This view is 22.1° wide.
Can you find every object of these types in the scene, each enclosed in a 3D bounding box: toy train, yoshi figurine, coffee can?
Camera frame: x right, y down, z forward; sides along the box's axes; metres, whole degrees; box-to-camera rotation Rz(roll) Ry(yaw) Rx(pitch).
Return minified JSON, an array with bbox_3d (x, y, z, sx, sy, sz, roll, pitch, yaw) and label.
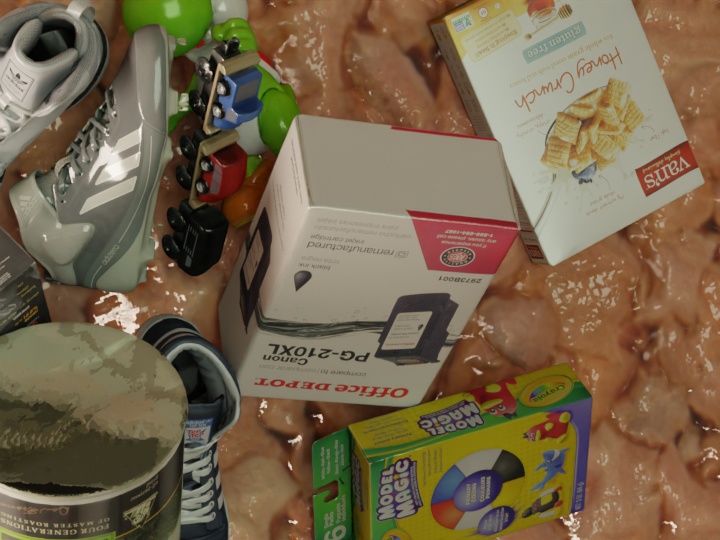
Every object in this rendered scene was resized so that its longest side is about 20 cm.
[{"bbox_3d":[-0.096,-0.069,1.209,0.034,0.201,0.046,-26,58,-35],"label":"toy train"},{"bbox_3d":[-0.102,-0.129,1.241,0.112,0.112,0.201,-27,98,-8],"label":"yoshi figurine"},{"bbox_3d":[-0.184,0.154,1.157,0.146,0.147,0.201,-9,133,-17],"label":"coffee can"}]

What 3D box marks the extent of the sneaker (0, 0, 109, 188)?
[{"bbox_3d":[-0.240,-0.103,1.186,0.075,0.115,0.200,45,78,-3],"label":"sneaker"}]

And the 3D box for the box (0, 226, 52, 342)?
[{"bbox_3d":[-0.281,0.080,1.150,0.050,0.158,0.200,41,68,20],"label":"box"}]

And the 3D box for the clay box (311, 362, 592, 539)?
[{"bbox_3d":[0.065,0.145,1.310,0.199,0.048,0.115,-16,130,-17],"label":"clay box"}]

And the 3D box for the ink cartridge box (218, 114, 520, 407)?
[{"bbox_3d":[0.000,0.000,1.227,0.144,0.200,0.085,5,49,-19],"label":"ink cartridge box"}]

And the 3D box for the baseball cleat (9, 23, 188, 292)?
[{"bbox_3d":[-0.174,-0.069,1.204,0.106,0.070,0.201,4,121,-13],"label":"baseball cleat"}]

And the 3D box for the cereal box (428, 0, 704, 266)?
[{"bbox_3d":[0.154,-0.123,1.356,0.143,0.040,0.201,-28,101,-15],"label":"cereal box"}]

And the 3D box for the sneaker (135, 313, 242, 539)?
[{"bbox_3d":[-0.118,0.133,1.244,0.070,0.108,0.201,-6,95,-17],"label":"sneaker"}]
